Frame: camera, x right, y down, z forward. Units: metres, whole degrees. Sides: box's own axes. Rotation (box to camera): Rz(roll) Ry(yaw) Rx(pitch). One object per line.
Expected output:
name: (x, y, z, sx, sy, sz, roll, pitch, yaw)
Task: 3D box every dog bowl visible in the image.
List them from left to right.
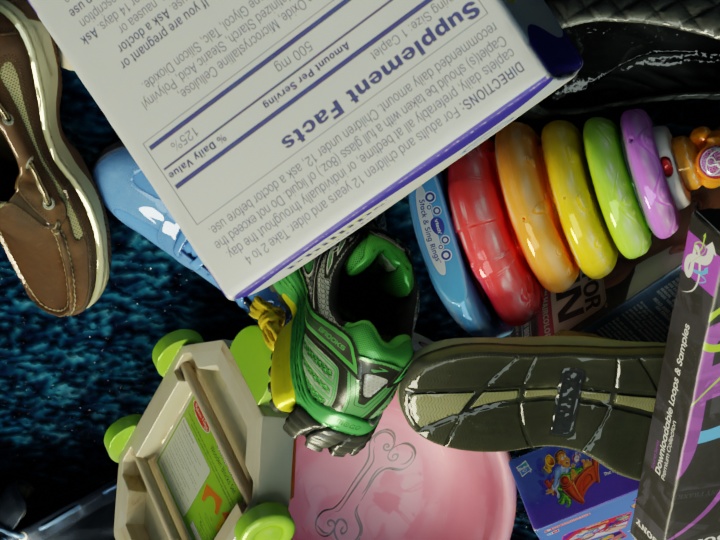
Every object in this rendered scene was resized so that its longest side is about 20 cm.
dog bowl: (0.005, 0.134, 1.053, 0.199, 0.074, 0.201, -2, 98, -16)

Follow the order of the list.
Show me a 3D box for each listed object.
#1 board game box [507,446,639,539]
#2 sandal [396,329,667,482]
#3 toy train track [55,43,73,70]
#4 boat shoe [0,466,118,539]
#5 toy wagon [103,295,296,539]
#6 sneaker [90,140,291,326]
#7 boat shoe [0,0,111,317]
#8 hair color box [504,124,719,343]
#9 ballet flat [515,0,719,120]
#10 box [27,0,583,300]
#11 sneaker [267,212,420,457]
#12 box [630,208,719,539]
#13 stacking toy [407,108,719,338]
board game box: (0.194, 0.113, 1.047, 0.199, 0.045, 0.135, -22, 156, 3)
sandal: (0.116, 0.060, 0.936, 0.200, 0.057, 0.080, 10, 114, -15)
toy train track: (-0.073, -0.109, 0.913, 0.199, 0.033, 0.115, 6, 112, 19)
boat shoe: (-0.216, 0.165, 1.158, 0.199, 0.084, 0.069, -17, 104, -8)
toy wagon: (-0.080, 0.102, 0.992, 0.039, 0.155, 0.200, 11, 123, -37)
sneaker: (-0.061, -0.011, 1.003, 0.200, 0.079, 0.066, 25, 127, -15)
boat shoe: (-0.196, -0.051, 0.966, 0.075, 0.075, 0.203, 10, 129, 31)
hair color box: (0.173, -0.004, 0.985, 0.200, 0.100, 0.061, -36, 118, 26)
ballet flat: (0.142, -0.112, 0.928, 0.199, 0.057, 0.067, -8, 127, 9)
box: (-0.029, -0.122, 0.827, 0.184, 0.105, 0.200, -34, 88, 17)
sneaker: (0.000, 0.000, 0.931, 0.078, 0.200, 0.085, 21, 129, -26)
box: (0.223, 0.055, 0.915, 0.143, 0.036, 0.201, -8, 124, -21)
stacking toy: (0.132, -0.043, 0.928, 0.199, 0.110, 0.116, -17, 83, 15)
